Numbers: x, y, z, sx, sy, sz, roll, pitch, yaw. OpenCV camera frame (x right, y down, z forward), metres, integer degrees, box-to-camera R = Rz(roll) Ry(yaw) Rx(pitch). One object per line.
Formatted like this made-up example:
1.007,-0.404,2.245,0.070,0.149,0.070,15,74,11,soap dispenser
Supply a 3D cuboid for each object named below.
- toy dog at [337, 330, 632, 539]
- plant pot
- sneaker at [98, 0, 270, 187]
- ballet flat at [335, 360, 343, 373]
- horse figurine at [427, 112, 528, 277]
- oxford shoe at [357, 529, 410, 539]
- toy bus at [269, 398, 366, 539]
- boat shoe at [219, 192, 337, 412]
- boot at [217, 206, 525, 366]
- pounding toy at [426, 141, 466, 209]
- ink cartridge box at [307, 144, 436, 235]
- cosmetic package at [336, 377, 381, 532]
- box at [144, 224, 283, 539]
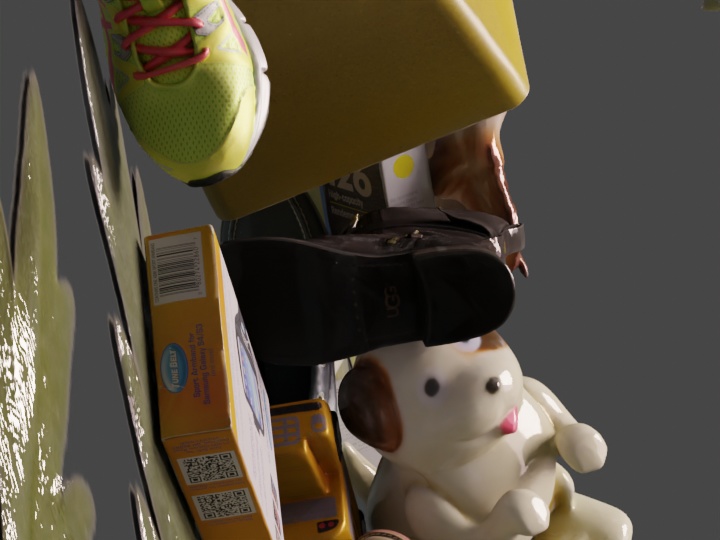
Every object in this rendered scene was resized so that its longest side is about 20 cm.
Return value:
0.061,0.103,1.664,0.194,0.139,0.200,35,-27,40,toy dog
-0.037,-0.184,1.605,0.201,0.199,0.177,-97,160,-44,plant pot
-0.102,-0.138,1.357,0.090,0.078,0.201,23,51,-76,sneaker
-0.038,0.025,1.901,0.074,0.074,0.201,60,21,-80,ballet flat
0.061,-0.106,1.693,0.132,0.050,0.201,28,-66,55,horse figurine
-0.003,0.242,1.554,0.075,0.070,0.201,32,64,-68,oxford shoe
-0.032,0.160,1.648,0.200,0.065,0.079,77,6,-52,toy bus
-0.047,0.035,1.706,0.062,0.072,0.201,-104,-171,-84,boat shoe
0.000,0.000,1.586,0.174,0.199,0.070,-98,-171,-77,boot
-0.007,-0.089,2.025,0.142,0.199,0.185,-90,-176,-71,pounding toy
-0.022,-0.056,1.753,0.197,0.047,0.201,21,-52,55,ink cartridge box
0.030,0.164,1.900,0.200,0.071,0.102,44,-34,49,cosmetic package
-0.072,0.080,1.441,0.200,0.041,0.120,79,3,-57,box
